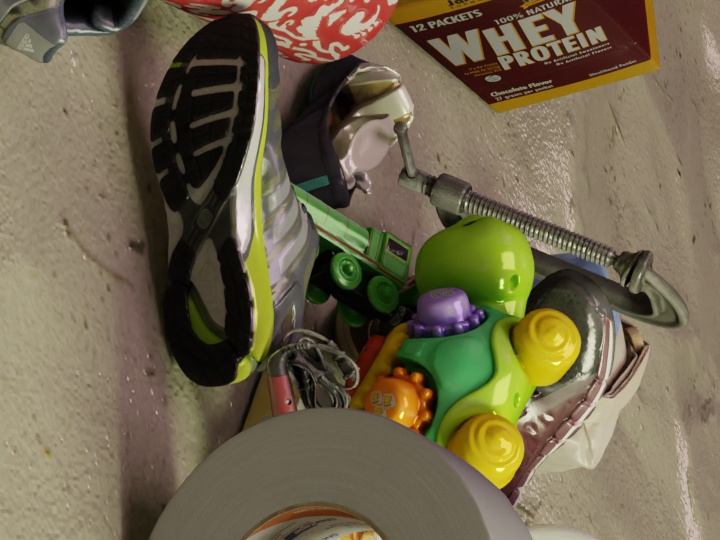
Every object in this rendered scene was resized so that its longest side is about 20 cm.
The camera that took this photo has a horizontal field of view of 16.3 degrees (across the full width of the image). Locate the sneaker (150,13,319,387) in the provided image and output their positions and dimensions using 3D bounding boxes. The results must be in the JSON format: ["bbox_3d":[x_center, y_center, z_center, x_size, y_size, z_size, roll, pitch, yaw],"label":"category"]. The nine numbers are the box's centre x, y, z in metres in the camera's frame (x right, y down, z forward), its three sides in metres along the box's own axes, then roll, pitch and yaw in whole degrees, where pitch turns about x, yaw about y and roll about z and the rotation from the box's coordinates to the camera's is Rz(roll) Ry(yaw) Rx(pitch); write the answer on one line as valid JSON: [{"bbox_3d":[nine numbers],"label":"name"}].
[{"bbox_3d":[-0.063,-0.038,1.362,0.081,0.074,0.201,1,91,-57],"label":"sneaker"}]

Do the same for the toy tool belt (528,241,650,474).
[{"bbox_3d":[0.131,0.037,1.712,0.200,0.125,0.123,-70,148,-52],"label":"toy tool belt"}]

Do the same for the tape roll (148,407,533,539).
[{"bbox_3d":[-0.012,0.171,1.228,0.066,0.200,0.201,32,49,-59],"label":"tape roll"}]

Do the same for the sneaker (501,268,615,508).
[{"bbox_3d":[0.077,0.094,1.520,0.115,0.076,0.200,-13,133,-56],"label":"sneaker"}]

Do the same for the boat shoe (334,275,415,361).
[{"bbox_3d":[0.045,0.031,1.569,0.072,0.072,0.200,62,23,1],"label":"boat shoe"}]

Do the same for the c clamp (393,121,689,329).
[{"bbox_3d":[0.112,-0.016,1.555,0.027,0.200,0.171,-64,169,-14],"label":"c clamp"}]

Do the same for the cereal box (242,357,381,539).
[{"bbox_3d":[-0.011,0.163,1.430,0.200,0.039,0.144,61,28,-31],"label":"cereal box"}]

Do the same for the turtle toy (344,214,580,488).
[{"bbox_3d":[0.051,0.058,1.399,0.101,0.146,0.200,31,59,-1],"label":"turtle toy"}]

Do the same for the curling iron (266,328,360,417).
[{"bbox_3d":[-0.019,0.131,1.335,0.026,0.049,0.201,-95,-179,-88],"label":"curling iron"}]

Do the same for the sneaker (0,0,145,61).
[{"bbox_3d":[-0.129,-0.160,1.237,0.081,0.074,0.200,44,47,5],"label":"sneaker"}]

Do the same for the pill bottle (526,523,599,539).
[{"bbox_3d":[0.120,0.235,1.544,0.200,0.119,0.120,65,19,-69],"label":"pill bottle"}]

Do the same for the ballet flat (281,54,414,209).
[{"bbox_3d":[-0.004,-0.086,1.546,0.073,0.073,0.200,68,25,-18],"label":"ballet flat"}]

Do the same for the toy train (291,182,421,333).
[{"bbox_3d":[0.000,0.000,1.464,0.200,0.042,0.057,33,53,-27],"label":"toy train"}]

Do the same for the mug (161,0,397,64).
[{"bbox_3d":[-0.041,-0.198,1.409,0.200,0.177,0.134,26,48,-65],"label":"mug"}]

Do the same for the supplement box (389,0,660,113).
[{"bbox_3d":[0.109,-0.249,1.801,0.200,0.132,0.198,33,49,-57],"label":"supplement box"}]
